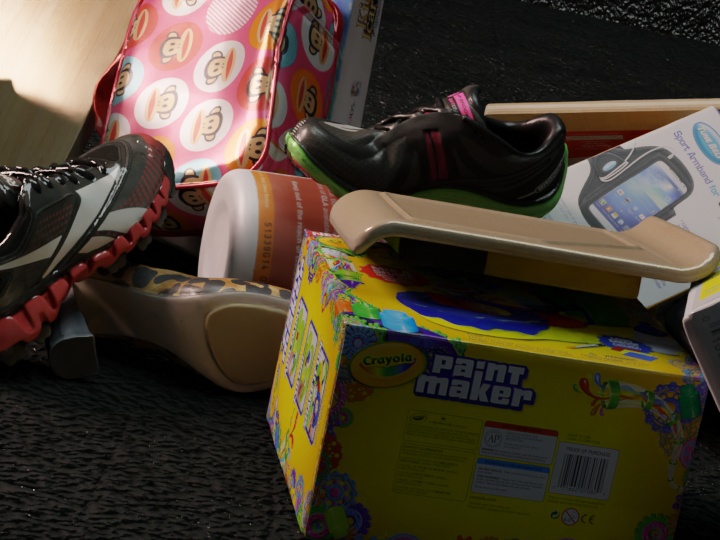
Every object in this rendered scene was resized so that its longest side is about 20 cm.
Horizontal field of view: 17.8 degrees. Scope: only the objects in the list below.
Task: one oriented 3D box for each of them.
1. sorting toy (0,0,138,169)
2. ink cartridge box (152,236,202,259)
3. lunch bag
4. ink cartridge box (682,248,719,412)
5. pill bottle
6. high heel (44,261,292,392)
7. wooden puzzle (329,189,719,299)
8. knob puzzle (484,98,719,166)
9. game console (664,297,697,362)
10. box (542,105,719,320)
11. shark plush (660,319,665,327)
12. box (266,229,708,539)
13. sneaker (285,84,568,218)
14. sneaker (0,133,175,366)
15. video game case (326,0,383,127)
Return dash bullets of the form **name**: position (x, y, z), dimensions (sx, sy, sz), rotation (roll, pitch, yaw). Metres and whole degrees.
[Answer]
- **sorting toy**: position (-0.268, -0.142, 1.735), dimensions (0.198, 0.201, 0.070), rotation (14, -25, 21)
- **ink cartridge box**: position (-0.065, -0.049, 1.711), dimensions (0.200, 0.084, 0.145), rotation (23, 18, 37)
- **lunch bag**: position (-0.112, -0.121, 1.624), dimensions (0.175, 0.201, 0.082), rotation (-3, -31, 28)
- **ink cartridge box**: position (0.236, 0.084, 1.258), dimensions (0.047, 0.198, 0.200), rotation (-24, 7, 17)
- **pill bottle**: position (0.000, 0.000, 1.523), dimensions (0.199, 0.113, 0.112), rotation (7, 15, -16)
- **high heel**: position (-0.108, 0.018, 1.441), dimensions (0.199, 0.072, 0.143), rotation (-2, 24, -14)
- **wooden puzzle**: position (0.086, -0.014, 1.301), dimensions (0.199, 0.037, 0.185), rotation (5, 6, -6)
- **knob puzzle**: position (0.199, -0.071, 1.718), dimensions (0.219, 0.220, 0.031), rotation (11, 59, -2)
- **game console**: position (0.320, 0.091, 1.512), dimensions (0.175, 0.117, 0.200), rotation (-22, 43, -11)
- **box**: position (0.204, -0.032, 1.573), dimensions (0.199, 0.042, 0.119), rotation (-22, 66, -17)
- **shark plush**: position (0.140, 0.040, 1.652), dimensions (0.199, 0.091, 0.083), rotation (0, -18, 37)
- **box**: position (0.063, 0.073, 1.280), dimensions (0.199, 0.123, 0.193), rotation (9, 14, -11)
- **sneaker**: position (0.044, -0.085, 1.490), dimensions (0.199, 0.084, 0.077), rotation (2, 31, -25)
- **sneaker**: position (-0.186, -0.034, 1.380), dimensions (0.071, 0.098, 0.200), rotation (8, 41, 40)
- **video game case**: position (-0.077, -0.194, 1.722), dimensions (0.199, 0.182, 0.045), rotation (19, 17, 32)
